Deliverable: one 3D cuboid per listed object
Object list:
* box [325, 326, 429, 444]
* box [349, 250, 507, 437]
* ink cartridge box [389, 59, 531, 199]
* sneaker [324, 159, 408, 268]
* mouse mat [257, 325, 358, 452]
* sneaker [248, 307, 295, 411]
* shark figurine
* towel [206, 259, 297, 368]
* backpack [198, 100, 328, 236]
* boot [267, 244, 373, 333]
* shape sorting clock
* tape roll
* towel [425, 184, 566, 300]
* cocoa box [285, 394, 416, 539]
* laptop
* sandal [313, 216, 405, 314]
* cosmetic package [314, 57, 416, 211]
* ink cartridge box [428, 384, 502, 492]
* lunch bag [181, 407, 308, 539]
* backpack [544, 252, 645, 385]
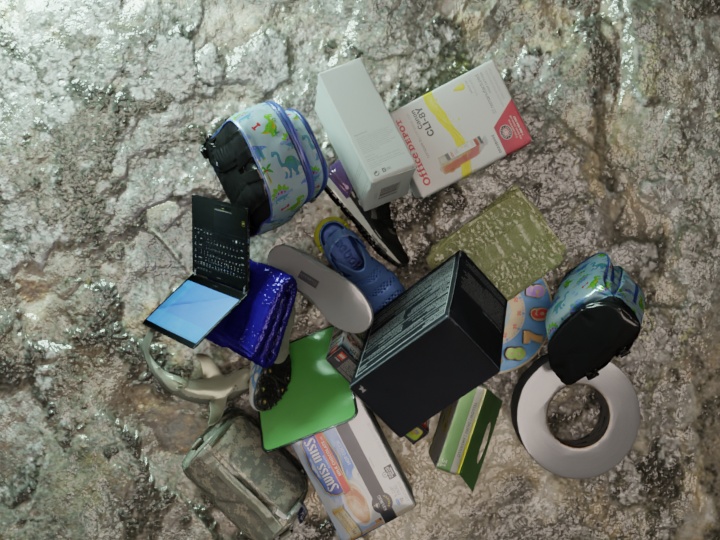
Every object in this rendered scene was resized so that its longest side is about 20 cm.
[{"bbox_3d":[0.032,0.168,1.583,0.035,0.110,0.200,-39,105,22],"label":"box"},{"bbox_3d":[0.105,0.109,1.504,0.199,0.199,0.123,-38,105,27],"label":"box"},{"bbox_3d":[0.149,-0.220,1.606,0.198,0.083,0.146,-27,92,0],"label":"ink cartridge box"},{"bbox_3d":[0.026,-0.100,1.616,0.087,0.076,0.201,-40,91,-5],"label":"sneaker"},{"bbox_3d":[-0.090,0.181,1.575,0.159,0.201,0.008,-22,134,8],"label":"mouse mat"},{"bbox_3d":[-0.149,0.130,1.592,0.072,0.072,0.202,-14,53,31],"label":"sneaker"},{"bbox_3d":[-0.271,0.181,1.608,0.212,0.090,0.129,18,64,1],"label":"shark figurine"},{"bbox_3d":[-0.184,0.055,1.566,0.049,0.199,0.149,15,93,-41],"label":"towel"},{"bbox_3d":[-0.138,-0.165,1.548,0.146,0.200,0.185,-26,90,-19],"label":"backpack"},{"bbox_3d":[-0.051,0.024,1.591,0.199,0.095,0.074,38,101,13],"label":"boot"},{"bbox_3d":[0.216,0.067,1.638,0.197,0.039,0.203,0,92,0],"label":"shape sorting clock"},{"bbox_3d":[0.345,0.230,1.631,0.197,0.066,0.203,0,91,0],"label":"tape roll"},{"bbox_3d":[0.217,-0.025,1.610,0.199,0.036,0.149,-37,88,-7],"label":"towel"},{"bbox_3d":[-0.016,0.301,1.595,0.130,0.133,0.202,-28,92,0],"label":"cocoa box"},{"bbox_3d":[-0.255,-0.004,1.550,0.102,0.176,0.203,-8,105,-37],"label":"laptop"},{"bbox_3d":[0.000,0.000,1.612,0.200,0.087,0.080,45,89,-3],"label":"sandal"},{"bbox_3d":[0.004,-0.209,1.561,0.080,0.113,0.202,-21,75,-13],"label":"cosmetic package"},{"bbox_3d":[0.159,0.244,1.562,0.047,0.200,0.147,18,92,-3],"label":"ink cartridge box"},{"bbox_3d":[-0.178,0.326,1.578,0.200,0.168,0.139,45,91,-2],"label":"lunch bag"},{"bbox_3d":[0.366,0.063,1.563,0.154,0.199,0.163,52,125,10],"label":"backpack"}]
